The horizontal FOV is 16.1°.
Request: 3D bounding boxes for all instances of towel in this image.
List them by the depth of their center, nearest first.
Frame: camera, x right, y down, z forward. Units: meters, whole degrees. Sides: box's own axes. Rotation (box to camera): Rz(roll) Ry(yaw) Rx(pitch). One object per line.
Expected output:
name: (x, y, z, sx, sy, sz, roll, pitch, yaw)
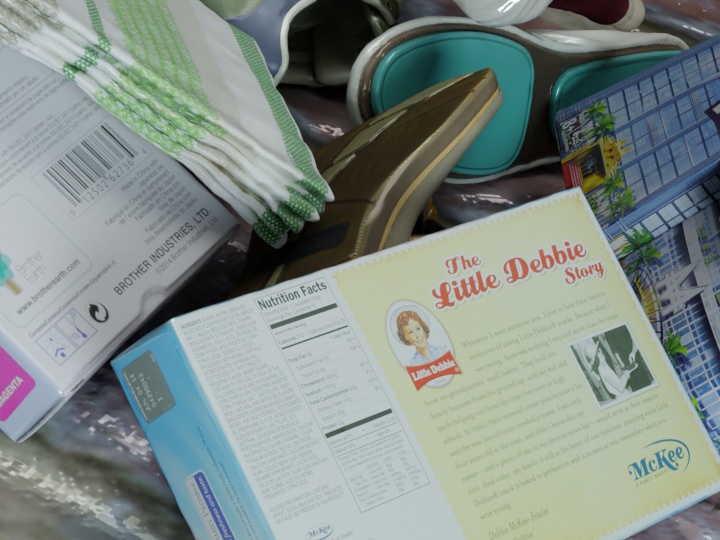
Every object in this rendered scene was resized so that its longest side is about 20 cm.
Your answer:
towel: (-0.104, -0.095, 0.885, 0.200, 0.031, 0.149, 34, 15, -28)

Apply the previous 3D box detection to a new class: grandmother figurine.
grandmother figurine: (0.062, -0.131, 1.041, 0.121, 0.061, 0.200, 24, 14, 3)

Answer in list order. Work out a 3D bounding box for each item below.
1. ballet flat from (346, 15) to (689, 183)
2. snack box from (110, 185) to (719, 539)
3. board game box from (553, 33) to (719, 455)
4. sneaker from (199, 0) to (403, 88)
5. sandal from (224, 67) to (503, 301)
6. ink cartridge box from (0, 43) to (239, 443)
ballet flat: (0.057, -0.075, 1.060, 0.200, 0.069, 0.069, -5, 38, -41)
snack box: (0.026, 0.049, 0.809, 0.200, 0.037, 0.116, -18, 78, -45)
board game box: (0.176, -0.041, 0.934, 0.062, 0.200, 0.200, 48, 20, -26)
sneaker: (-0.014, -0.113, 1.081, 0.090, 0.067, 0.200, 47, 34, 15)
sandal: (0.000, 0.000, 0.898, 0.054, 0.080, 0.200, 55, 39, -25)
ink cartridge box: (-0.145, -0.049, 0.844, 0.200, 0.042, 0.119, 46, 39, -2)
